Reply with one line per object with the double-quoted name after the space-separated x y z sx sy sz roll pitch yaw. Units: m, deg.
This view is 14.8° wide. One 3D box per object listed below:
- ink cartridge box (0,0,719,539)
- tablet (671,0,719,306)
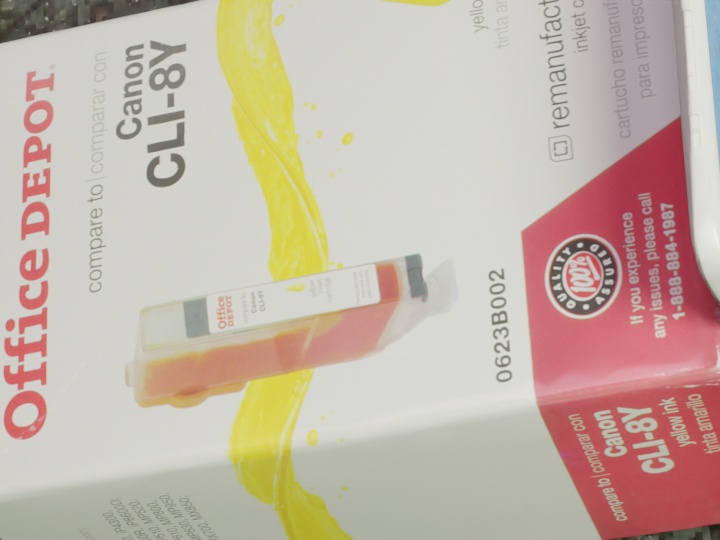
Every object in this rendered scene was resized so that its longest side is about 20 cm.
0.000 0.000 0.736 0.199 0.084 0.146 -11 58 13 "ink cartridge box"
0.102 -0.061 0.719 0.014 0.130 0.201 -14 58 21 "tablet"
